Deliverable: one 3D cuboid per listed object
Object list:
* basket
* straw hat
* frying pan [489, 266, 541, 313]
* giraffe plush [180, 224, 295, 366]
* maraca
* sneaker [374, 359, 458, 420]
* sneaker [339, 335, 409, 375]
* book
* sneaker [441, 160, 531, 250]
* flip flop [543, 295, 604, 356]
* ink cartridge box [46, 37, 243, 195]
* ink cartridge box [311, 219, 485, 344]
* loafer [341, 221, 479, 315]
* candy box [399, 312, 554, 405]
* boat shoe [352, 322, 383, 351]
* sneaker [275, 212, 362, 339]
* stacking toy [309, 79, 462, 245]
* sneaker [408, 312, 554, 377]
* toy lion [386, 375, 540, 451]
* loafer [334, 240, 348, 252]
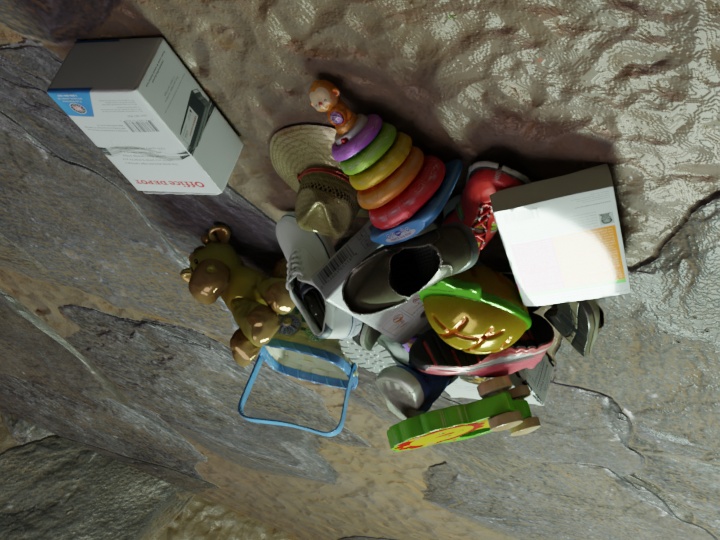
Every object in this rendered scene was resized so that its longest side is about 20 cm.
[{"bbox_3d":[-0.089,0.151,1.791,0.175,0.201,0.139,7,160,20],"label":"basket"},{"bbox_3d":[-0.040,-0.086,1.421,0.200,0.086,0.201,17,155,8],"label":"straw hat"},{"bbox_3d":[0.206,0.012,1.486,0.114,0.031,0.190,20,144,-22],"label":"frying pan"},{"bbox_3d":[-0.185,0.019,1.704,0.162,0.173,0.200,36,-173,-9],"label":"giraffe plush"},{"bbox_3d":[0.132,0.041,1.418,0.136,0.108,0.200,0,160,37],"label":"maraca"},{"bbox_3d":[0.084,0.140,1.582,0.076,0.111,0.200,32,166,18],"label":"sneaker"},{"bbox_3d":[0.043,0.114,1.752,0.076,0.081,0.200,-10,144,41],"label":"sneaker"},{"bbox_3d":[0.232,-0.032,1.315,0.133,0.048,0.200,-13,144,11],"label":"book"},{"bbox_3d":[0.141,-0.059,1.339,0.077,0.085,0.200,20,156,-3],"label":"sneaker"},{"bbox_3d":[0.286,0.055,1.483,0.081,0.058,0.200,46,170,17],"label":"flip flop"},{"bbox_3d":[-0.256,-0.183,1.391,0.144,0.085,0.200,5,150,31],"label":"ink cartridge box"},{"bbox_3d":[0.053,0.001,1.474,0.200,0.162,0.050,32,-163,-53],"label":"ink cartridge box"},{"bbox_3d":[0.043,0.000,1.319,0.199,0.069,0.076,-30,82,39],"label":"loafer"},{"bbox_3d":[0.169,0.118,1.688,0.167,0.072,0.200,1,148,36],"label":"candy box"},{"bbox_3d":[0.009,0.063,1.615,0.060,0.072,0.201,25,-170,9],"label":"boat shoe"},{"bbox_3d":[-0.067,0.004,1.523,0.071,0.201,0.073,-2,142,-47],"label":"sneaker"},{"bbox_3d":[0.011,-0.136,1.293,0.116,0.110,0.200,-20,120,44],"label":"stacking toy"},{"bbox_3d":[0.161,0.119,1.525,0.199,0.074,0.087,-7,138,-12],"label":"sneaker"},{"bbox_3d":[0.137,0.211,1.585,0.191,0.069,0.200,-21,163,16],"label":"toy lion"},{"bbox_3d":[0.000,0.000,1.578,0.072,0.073,0.200,28,154,-17],"label":"loafer"}]
